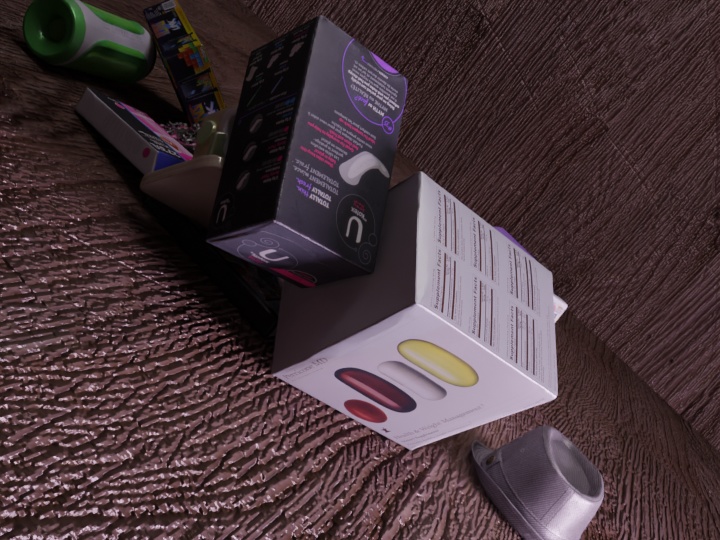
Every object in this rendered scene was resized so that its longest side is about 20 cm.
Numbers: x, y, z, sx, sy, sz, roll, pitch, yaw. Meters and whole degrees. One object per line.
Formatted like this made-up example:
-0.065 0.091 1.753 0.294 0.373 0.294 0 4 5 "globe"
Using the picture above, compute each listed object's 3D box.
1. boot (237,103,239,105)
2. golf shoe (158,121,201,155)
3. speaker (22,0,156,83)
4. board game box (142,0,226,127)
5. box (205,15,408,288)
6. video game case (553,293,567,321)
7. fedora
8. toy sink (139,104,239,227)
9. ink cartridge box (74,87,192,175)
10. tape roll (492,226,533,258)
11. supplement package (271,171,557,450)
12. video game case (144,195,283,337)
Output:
-0.118 -0.175 1.213 0.131 0.198 0.071 16 61 -45 "boot"
-0.170 -0.115 1.164 0.197 0.093 0.073 20 27 1 "golf shoe"
-0.333 -0.287 1.202 0.088 0.089 0.200 43 13 10 "speaker"
-0.233 -0.261 1.317 0.201 0.056 0.167 -122 -167 -53 "board game box"
-0.046 -0.102 0.868 0.121 0.203 0.105 27 -27 -37 "box"
0.169 0.083 1.266 0.199 0.183 0.023 27 14 -47 "video game case"
0.215 0.239 1.098 0.177 0.090 0.200 43 12 4 "fedora"
-0.103 -0.101 0.981 0.129 0.114 0.199 -9 -28 43 "toy sink"
-0.228 -0.131 1.060 0.200 0.037 0.094 43 12 32 "ink cartridge box"
0.151 0.037 1.323 0.066 0.201 0.199 46 13 25 "tape roll"
0.054 0.049 0.923 0.199 0.190 0.149 33 46 -32 "supplement package"
-0.121 -0.006 1.047 0.200 0.026 0.180 46 13 17 "video game case"
